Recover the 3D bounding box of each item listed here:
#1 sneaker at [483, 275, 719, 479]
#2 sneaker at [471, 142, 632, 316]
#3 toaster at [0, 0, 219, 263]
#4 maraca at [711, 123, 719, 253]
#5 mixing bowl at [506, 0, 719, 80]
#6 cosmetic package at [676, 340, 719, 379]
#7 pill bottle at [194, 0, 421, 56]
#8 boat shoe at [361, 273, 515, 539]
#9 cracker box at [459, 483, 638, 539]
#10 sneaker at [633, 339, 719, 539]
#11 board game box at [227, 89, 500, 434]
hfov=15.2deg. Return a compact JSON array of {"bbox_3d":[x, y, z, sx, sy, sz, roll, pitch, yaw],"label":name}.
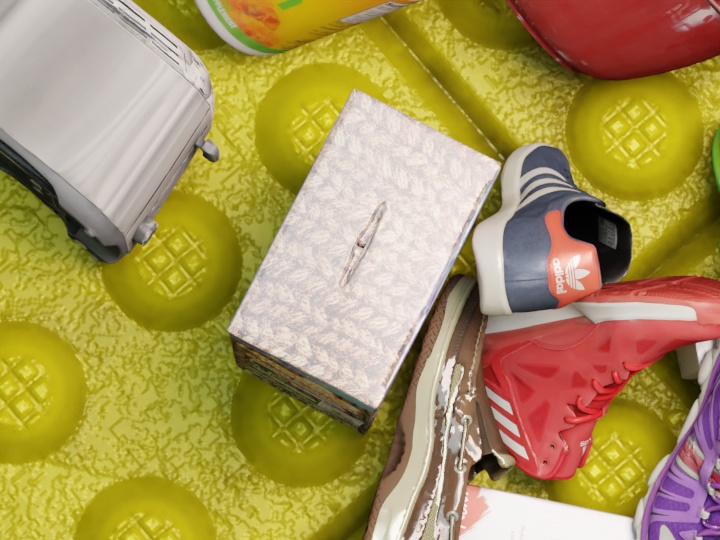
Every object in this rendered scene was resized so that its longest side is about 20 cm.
[{"bbox_3d":[0.152,0.067,1.637,0.078,0.200,0.116,-10,94,-42],"label":"sneaker"},{"bbox_3d":[0.125,-0.024,1.623,0.084,0.200,0.075,-4,113,14],"label":"sneaker"},{"bbox_3d":[-0.183,-0.110,1.667,0.200,0.114,0.129,38,79,6],"label":"toaster"},{"bbox_3d":[0.282,-0.054,1.650,0.137,0.107,0.200,4,43,11],"label":"maraca"},{"bbox_3d":[0.148,-0.192,1.662,0.108,0.200,0.200,-36,84,19],"label":"mixing bowl"},{"bbox_3d":[0.298,0.027,1.674,0.199,0.083,0.051,-10,82,-2],"label":"cosmetic package"},{"bbox_3d":[-0.003,-0.208,1.633,0.200,0.111,0.111,-17,81,39],"label":"pill bottle"},{"bbox_3d":[0.057,0.105,1.619,0.075,0.075,0.203,17,78,3],"label":"boat shoe"},{"bbox_3d":[0.136,0.215,1.657,0.199,0.058,0.134,11,81,1],"label":"cracker box"},{"bbox_3d":[0.216,0.120,1.594,0.080,0.083,0.201,14,97,-2],"label":"sneaker"},{"bbox_3d":[0.000,0.000,1.611,0.097,0.200,0.160,27,82,2],"label":"board game box"}]
